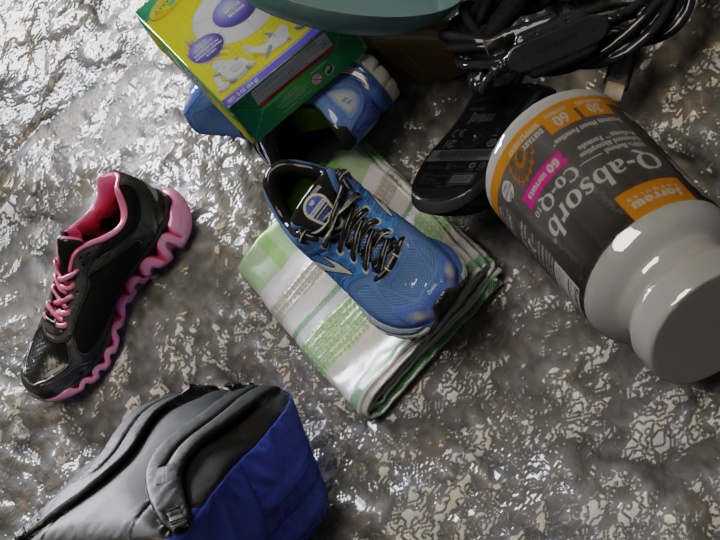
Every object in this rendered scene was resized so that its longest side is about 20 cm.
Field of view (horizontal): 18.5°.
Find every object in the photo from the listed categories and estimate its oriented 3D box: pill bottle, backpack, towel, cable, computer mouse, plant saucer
[{"bbox_3d":[0.178,-0.023,1.472,0.116,0.116,0.200,-44,49,7],"label":"pill bottle"},{"bbox_3d":[-0.120,0.181,1.545,0.162,0.168,0.200,-2,33,30],"label":"backpack"},{"bbox_3d":[0.000,0.000,1.643,0.149,0.031,0.200,-47,48,4],"label":"towel"},{"bbox_3d":[0.157,-0.189,1.595,0.199,0.051,0.163,-25,23,1],"label":"cable"},{"bbox_3d":[0.128,-0.102,1.585,0.140,0.046,0.200,-3,44,38],"label":"computer mouse"},{"bbox_3d":[-0.021,-0.218,1.642,0.200,0.200,0.028,39,127,42],"label":"plant saucer"}]

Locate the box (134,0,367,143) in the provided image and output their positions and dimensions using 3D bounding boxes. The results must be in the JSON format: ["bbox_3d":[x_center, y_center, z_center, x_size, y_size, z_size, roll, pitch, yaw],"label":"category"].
[{"bbox_3d":[-0.092,-0.190,1.702,0.117,0.048,0.200,-40,41,-5],"label":"box"}]

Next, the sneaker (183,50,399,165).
[{"bbox_3d":[-0.068,-0.122,1.709,0.199,0.079,0.089,-1,50,43],"label":"sneaker"}]

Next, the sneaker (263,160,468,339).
[{"bbox_3d":[-0.006,-0.020,1.572,0.200,0.089,0.079,34,89,43],"label":"sneaker"}]

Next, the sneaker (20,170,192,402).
[{"bbox_3d":[-0.221,0.007,1.753,0.079,0.095,0.200,27,84,39],"label":"sneaker"}]

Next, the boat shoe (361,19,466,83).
[{"bbox_3d":[0.007,-0.189,1.712,0.199,0.074,0.069,5,69,34],"label":"boat shoe"}]
